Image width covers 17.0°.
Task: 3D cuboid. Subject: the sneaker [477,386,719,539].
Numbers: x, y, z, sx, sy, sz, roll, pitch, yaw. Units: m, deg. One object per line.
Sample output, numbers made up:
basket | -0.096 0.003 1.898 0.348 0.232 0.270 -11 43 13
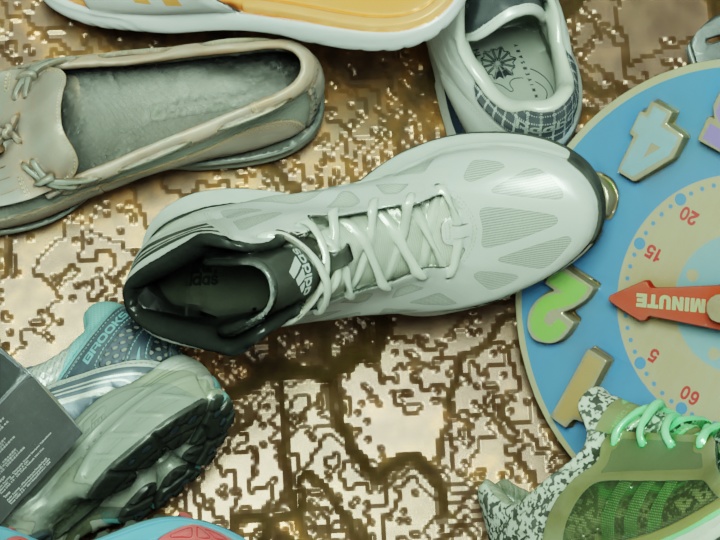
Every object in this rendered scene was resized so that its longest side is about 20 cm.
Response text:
sneaker | 0.118 0.080 0.961 0.200 0.077 0.089 -33 71 27

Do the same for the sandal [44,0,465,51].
sandal | -0.051 -0.143 1.011 0.206 0.059 0.079 9 58 27

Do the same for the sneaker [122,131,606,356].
sneaker | 0.000 0.000 0.969 0.199 0.115 0.076 -10 104 9

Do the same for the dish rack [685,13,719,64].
dish rack | 0.231 -0.039 1.037 0.153 0.055 0.201 -17 85 -8

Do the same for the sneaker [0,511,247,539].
sneaker | -0.093 0.150 0.923 0.095 0.199 0.080 37 113 43

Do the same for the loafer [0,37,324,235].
loafer | -0.112 -0.066 1.025 0.199 0.063 0.072 -13 79 -6

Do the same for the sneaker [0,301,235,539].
sneaker | -0.151 0.090 0.993 0.200 0.078 0.086 -35 61 -11

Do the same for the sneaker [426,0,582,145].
sneaker | 0.046 -0.140 1.044 0.076 0.081 0.201 -24 78 -7

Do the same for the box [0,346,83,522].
box | -0.229 0.090 0.950 0.200 0.050 0.157 -47 48 -11

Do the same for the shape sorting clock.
shape sorting clock | 0.154 0.014 0.986 0.199 0.039 0.201 4 98 29
